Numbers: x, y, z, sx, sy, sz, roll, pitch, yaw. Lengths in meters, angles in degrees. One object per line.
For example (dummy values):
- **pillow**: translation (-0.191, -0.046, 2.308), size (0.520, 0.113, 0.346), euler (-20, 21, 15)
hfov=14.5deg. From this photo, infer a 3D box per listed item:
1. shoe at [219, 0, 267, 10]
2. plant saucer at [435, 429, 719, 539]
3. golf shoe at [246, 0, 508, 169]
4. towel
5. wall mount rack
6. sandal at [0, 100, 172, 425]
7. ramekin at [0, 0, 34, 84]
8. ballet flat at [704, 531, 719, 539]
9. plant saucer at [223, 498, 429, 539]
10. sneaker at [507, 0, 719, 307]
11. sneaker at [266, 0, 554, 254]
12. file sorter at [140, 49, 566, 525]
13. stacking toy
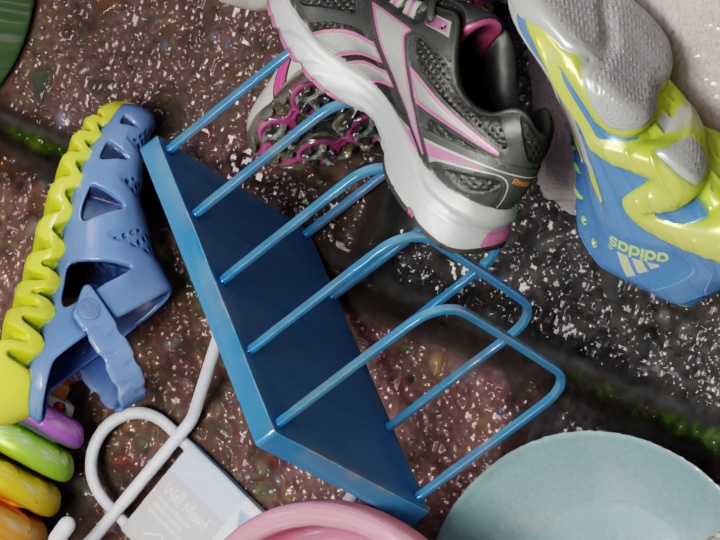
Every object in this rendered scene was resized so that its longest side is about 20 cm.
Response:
- **shoe**: translation (-0.056, -0.240, 1.550), size (0.053, 0.070, 0.201), euler (-2, 91, 20)
- **plant saucer**: translation (0.128, 0.183, 1.471), size (0.200, 0.039, 0.202), euler (0, 91, 27)
- **golf shoe**: translation (0.009, -0.137, 1.526), size (0.200, 0.072, 0.092), euler (-44, 43, 22)
- **towel**: translation (0.143, -0.115, 1.423), size (0.132, 0.034, 0.201), euler (5, 120, 26)
- **wall mount rack**: translation (-0.074, 0.128, 1.556), size (0.200, 0.075, 0.174), euler (42, 99, 20)
- **sandal**: translation (-0.144, 0.002, 1.578), size (0.087, 0.080, 0.201), euler (15, 72, -1)
- **ramekin**: translation (-0.286, -0.170, 1.653), size (0.199, 0.098, 0.201), euler (0, 89, 27)
- **ballet flat**: translation (0.137, 0.217, 1.407), size (0.072, 0.072, 0.200), euler (44, 108, 21)
- **plant saucer**: translation (-0.001, 0.213, 1.461), size (0.200, 0.051, 0.202), euler (7, 102, 33)
- **sneaker**: translation (0.123, -0.057, 1.400), size (0.200, 0.076, 0.105), euler (50, 134, -3)
- **sneaker**: translation (0.034, -0.108, 1.401), size (0.200, 0.080, 0.086), euler (53, 124, 23)
- **file sorter**: translation (0.000, 0.000, 1.452), size (0.123, 0.139, 0.201), euler (-37, 52, 17)
- **stacking toy**: translation (-0.199, 0.100, 1.615), size (0.110, 0.116, 0.201), euler (25, 84, 47)
